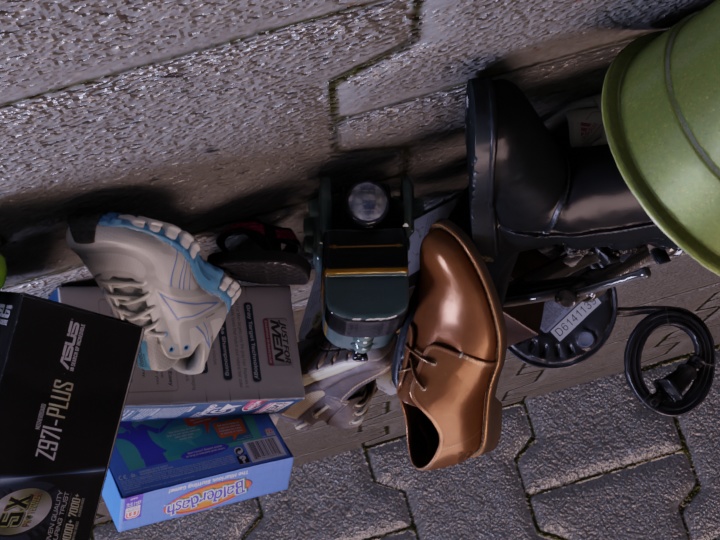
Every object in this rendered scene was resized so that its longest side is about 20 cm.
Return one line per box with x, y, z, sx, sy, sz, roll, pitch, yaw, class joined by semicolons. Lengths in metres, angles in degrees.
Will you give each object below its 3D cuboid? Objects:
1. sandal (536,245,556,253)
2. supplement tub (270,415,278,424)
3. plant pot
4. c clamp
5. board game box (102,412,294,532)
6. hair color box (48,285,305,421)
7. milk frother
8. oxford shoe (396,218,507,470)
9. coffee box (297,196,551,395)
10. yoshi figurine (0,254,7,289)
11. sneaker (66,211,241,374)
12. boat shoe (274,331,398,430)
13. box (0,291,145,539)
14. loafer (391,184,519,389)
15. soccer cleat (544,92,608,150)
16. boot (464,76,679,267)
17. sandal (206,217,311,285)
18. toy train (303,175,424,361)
0.112;-0.033;1.358;0.076;0.043;0.200;20;153;-21;sandal
-0.158;0.144;1.598;0.131;0.132;0.200;-13;167;-17;supplement tub
0.276;-0.116;0.907;0.199;0.201;0.190;-8;155;-33;plant pot
0.191;0.000;1.223;0.170;0.027;0.200;-15;-173;37;c clamp
-0.166;0.118;1.321;0.152;0.200;0.045;-10;135;-25;board game box
-0.151;0.067;1.257;0.199;0.100;0.061;0;162;-27;hair color box
0.224;0.055;1.491;0.180;0.201;0.188;-26;178;3;milk frother
0.058;0.060;1.107;0.071;0.201;0.071;-22;-147;-29;oxford shoe
0.054;0.027;1.345;0.113;0.080;0.200;32;144;-25;coffee box
-0.299;0.043;1.004;0.112;0.112;0.200;2;156;-39;yoshi figurine
-0.142;0.022;1.073;0.075;0.087;0.200;5;163;24;sneaker
-0.017;0.090;1.324;0.075;0.073;0.200;-53;-164;-29;boat shoe
-0.232;0.101;1.047;0.086;0.164;0.200;17;174;-25;box
0.080;0.006;1.199;0.068;0.201;0.070;26;179;-9;loafer
0.195;-0.100;1.099;0.200;0.070;0.086;-25;155;26;soccer cleat
0.151;-0.066;1.036;0.162;0.074;0.198;-3;153;5;boot
-0.079;-0.015;1.189;0.075;0.045;0.200;11;177;-9;sandal
0.000;0.000;1.154;0.085;0.114;0.200;0;166;-4;toy train
